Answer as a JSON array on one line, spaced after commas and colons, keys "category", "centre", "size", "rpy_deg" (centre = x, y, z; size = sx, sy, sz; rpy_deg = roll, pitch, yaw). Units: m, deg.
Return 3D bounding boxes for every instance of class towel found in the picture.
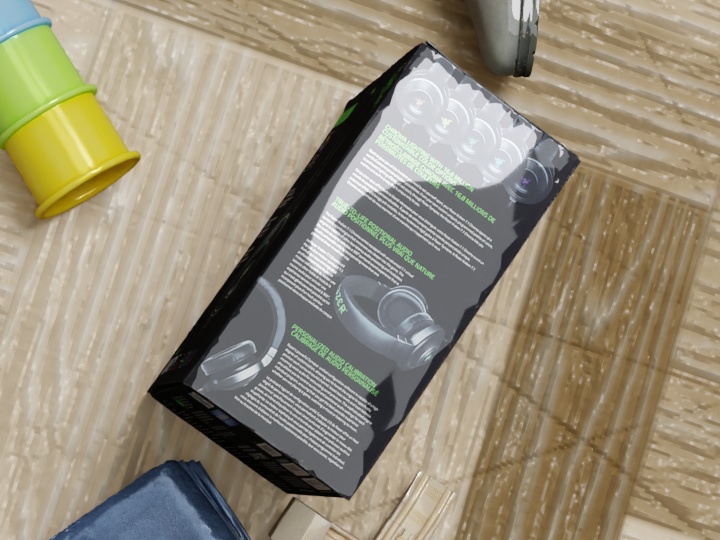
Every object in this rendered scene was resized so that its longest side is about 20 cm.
[{"category": "towel", "centre": [-0.077, 0.197, 1.057], "size": [0.111, 0.049, 0.200], "rpy_deg": [-32, 91, -2]}]

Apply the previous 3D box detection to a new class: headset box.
[{"category": "headset box", "centre": [0.000, 0.000, 1.029], "size": [0.093, 0.174, 0.200], "rpy_deg": [36, 81, -6]}]

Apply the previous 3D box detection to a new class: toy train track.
[{"category": "toy train track", "centre": [0.044, 0.177, 1.085], "size": [0.200, 0.033, 0.115], "rpy_deg": [34, 88, -9]}]

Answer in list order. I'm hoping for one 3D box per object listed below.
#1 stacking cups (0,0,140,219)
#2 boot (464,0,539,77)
[{"category": "stacking cups", "centre": [-0.184, -0.123, 1.075], "size": [0.060, 0.061, 0.200], "rpy_deg": [-31, 85, -12]}, {"category": "boot", "centre": [0.014, -0.183, 1.114], "size": [0.130, 0.068, 0.201], "rpy_deg": [-11, 79, -6]}]
